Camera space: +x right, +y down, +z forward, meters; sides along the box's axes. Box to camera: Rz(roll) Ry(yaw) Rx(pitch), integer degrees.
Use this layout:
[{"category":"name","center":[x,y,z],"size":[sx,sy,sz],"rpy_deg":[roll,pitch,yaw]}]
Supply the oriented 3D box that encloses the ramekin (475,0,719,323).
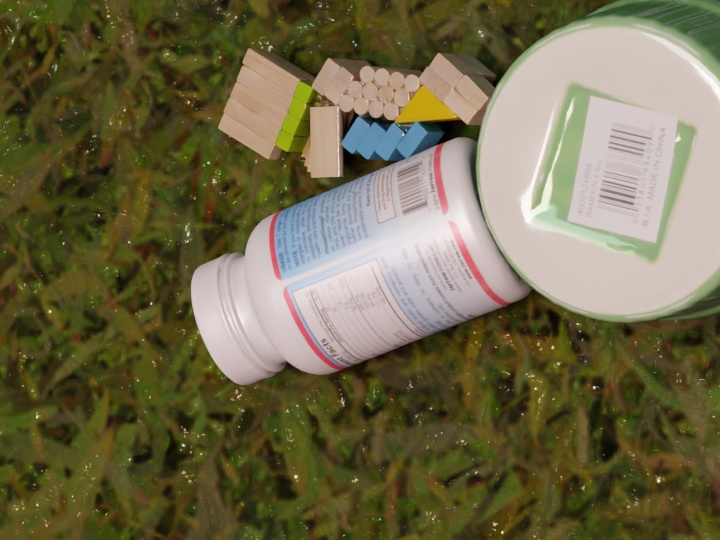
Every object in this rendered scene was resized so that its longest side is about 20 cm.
[{"category":"ramekin","center":[0.166,-0.063,1.445],"size":[0.200,0.098,0.200],"rpy_deg":[4,99,27]}]

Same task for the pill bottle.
[{"category":"pill bottle","center":[0.000,0.000,1.528],"size":[0.200,0.109,0.109],"rpy_deg":[-21,73,19]}]

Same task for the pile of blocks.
[{"category":"pile of blocks","center":[0.008,-0.100,1.574],"size":[0.200,0.062,0.082],"rpy_deg":[4,94,32]}]
